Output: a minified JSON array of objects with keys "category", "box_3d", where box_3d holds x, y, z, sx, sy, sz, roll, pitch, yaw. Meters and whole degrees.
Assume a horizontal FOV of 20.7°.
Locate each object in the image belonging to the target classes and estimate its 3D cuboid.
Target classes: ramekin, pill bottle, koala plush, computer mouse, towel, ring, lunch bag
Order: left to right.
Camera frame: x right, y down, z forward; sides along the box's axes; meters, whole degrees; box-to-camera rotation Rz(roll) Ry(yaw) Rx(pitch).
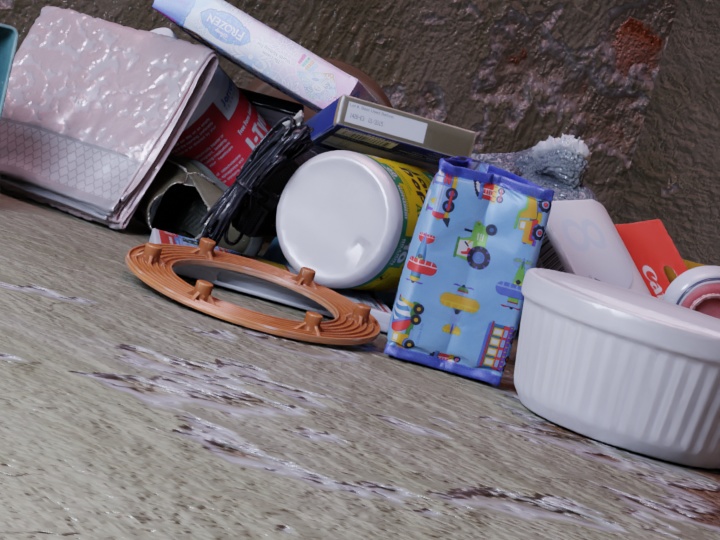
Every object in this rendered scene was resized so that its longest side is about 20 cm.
[{"category":"towel","box_3d":[-0.252,-0.146,1.792,0.199,0.192,0.032,18,-22,26]},{"category":"pill bottle","box_3d":[-0.155,-0.134,1.901,0.200,0.112,0.112,49,-14,-32]},{"category":"ring","box_3d":[-0.078,0.011,1.476,0.199,0.019,0.200,17,11,-3]},{"category":"computer mouse","box_3d":[-0.064,-0.077,1.683,0.053,0.139,0.200,47,15,19]},{"category":"pill bottle","box_3d":[0.019,-0.038,1.677,0.112,0.113,0.200,19,5,24]},{"category":"lunch bag","box_3d":[0.077,-0.009,1.538,0.093,0.152,0.200,16,6,-4]},{"category":"koala plush","box_3d":[0.161,-0.045,1.941,0.183,0.179,0.200,5,-3,-32]},{"category":"ramekin","box_3d":[0.200,0.071,1.402,0.201,0.095,0.202,17,5,-2]}]

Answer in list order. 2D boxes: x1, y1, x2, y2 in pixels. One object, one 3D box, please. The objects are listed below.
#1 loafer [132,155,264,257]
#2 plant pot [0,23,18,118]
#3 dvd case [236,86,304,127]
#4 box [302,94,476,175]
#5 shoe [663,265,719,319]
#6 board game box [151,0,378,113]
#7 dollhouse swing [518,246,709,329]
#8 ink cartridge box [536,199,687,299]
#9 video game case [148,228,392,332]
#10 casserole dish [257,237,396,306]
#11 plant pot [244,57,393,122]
[{"category":"loafer","box_3d":[-0.164,-0.064,1.777,0.069,0.076,0.199,17,4,-44]},{"category":"plant pot","box_3d":[-0.400,-0.152,1.664,0.141,0.142,0.200,13,-1,-30]},{"category":"dvd case","box_3d":[-0.127,-0.115,2.020,0.142,0.018,0.201,15,-37,9]},{"category":"box","box_3d":[0.015,-0.111,1.735,0.120,0.033,0.200,15,-9,-13]},{"category":"shoe","box_3d":[0.331,0.073,1.623,0.200,0.071,0.091,36,16,-39]},{"category":"board game box","box_3d":[-0.085,-0.200,1.845,0.198,0.044,0.200,30,2,6]},{"category":"dollhouse swing","box_3d":[0.248,0.076,1.816,0.199,0.176,0.183,11,49,-47]},{"category":"ink cartridge box","box_3d":[0.237,0.016,1.661,0.199,0.047,0.161,-5,60,-41]},{"category":"video game case","box_3d":[-0.077,0.007,1.626,0.199,0.018,0.143,16,6,-9]},{"category":"casserole dish","box_3d":[0.000,0.000,1.822,0.199,0.039,0.121,16,6,-10]},{"category":"plant pot","box_3d":[-0.054,-0.113,2.168,0.199,0.201,0.175,15,24,-8]}]
